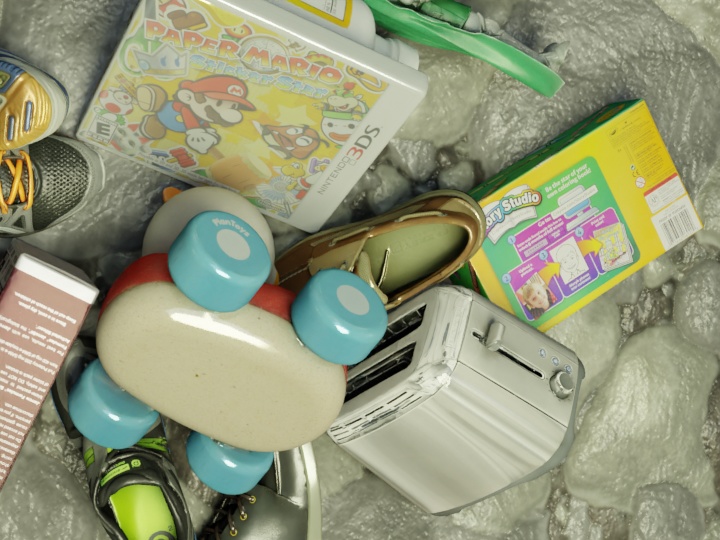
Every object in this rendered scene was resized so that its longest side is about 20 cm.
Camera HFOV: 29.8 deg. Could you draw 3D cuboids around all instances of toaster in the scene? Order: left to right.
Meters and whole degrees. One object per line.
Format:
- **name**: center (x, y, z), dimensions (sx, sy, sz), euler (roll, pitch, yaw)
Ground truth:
- **toaster**: center (0.060, 0.098, 1.005), dimensions (0.129, 0.199, 0.114), euler (36, 49, -19)

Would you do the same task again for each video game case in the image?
- **video game case**: center (-0.080, -0.114, 0.949), dimensions (0.198, 0.182, 0.023), euler (22, 50, -17)

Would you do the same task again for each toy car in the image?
- **toy car**: center (-0.091, 0.013, 0.950), dimensions (0.176, 0.201, 0.185), euler (25, 127, -21)

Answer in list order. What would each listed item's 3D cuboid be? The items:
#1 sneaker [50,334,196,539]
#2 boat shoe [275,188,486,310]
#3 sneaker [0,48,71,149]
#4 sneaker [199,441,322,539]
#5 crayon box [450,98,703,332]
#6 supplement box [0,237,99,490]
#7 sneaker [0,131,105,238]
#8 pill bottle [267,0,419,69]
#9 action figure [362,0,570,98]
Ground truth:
- **sneaker**: center (-0.165, 0.134, 0.963), dimensions (0.070, 0.083, 0.201), euler (-22, 80, -13)
- **boat shoe**: center (0.000, 0.000, 1.000), dimensions (0.199, 0.074, 0.076), euler (-29, 99, 9)
- **sneaker**: center (-0.296, -0.131, 0.928), dimensions (0.198, 0.088, 0.076), euler (22, 102, 4)
- **sneaker**: center (-0.087, 0.183, 1.006), dimensions (0.105, 0.075, 0.203), euler (-7, 96, -17)
- **crayon box**: center (0.164, -0.038, 1.086), dimensions (0.199, 0.058, 0.120), euler (-31, 101, -14)
- **supplement box**: center (-0.253, 0.084, 0.922), dimensions (0.060, 0.109, 0.202), euler (26, 88, -19)
- **sneaker**: center (-0.274, -0.059, 0.932), dimensions (0.198, 0.077, 0.079), euler (-7, 94, -19)
- **pill bottle**: center (-0.060, -0.167, 0.981), dimensions (0.198, 0.104, 0.105), euler (22, 86, -18)
- **action figure**: center (0.059, -0.194, 1.028), dimensions (0.198, 0.118, 0.055), euler (22, 94, -8)
